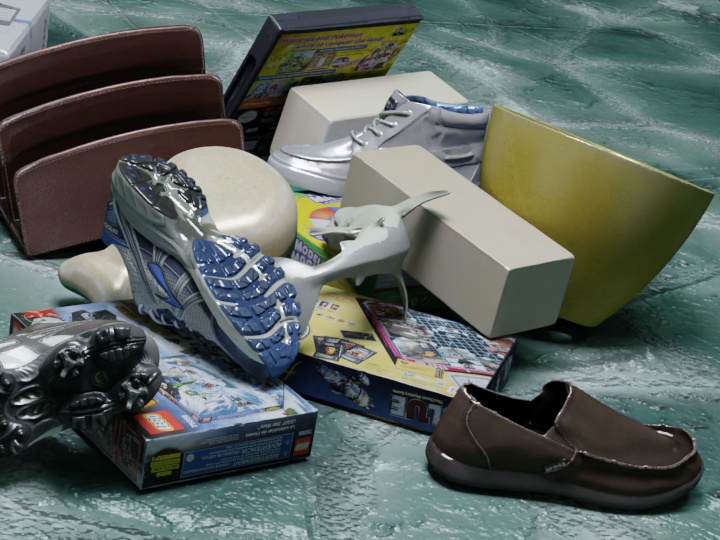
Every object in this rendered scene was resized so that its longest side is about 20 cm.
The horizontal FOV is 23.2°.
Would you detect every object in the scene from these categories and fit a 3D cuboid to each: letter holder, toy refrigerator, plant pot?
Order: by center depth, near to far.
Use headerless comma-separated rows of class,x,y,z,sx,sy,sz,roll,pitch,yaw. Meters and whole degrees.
toy refrigerator,0.073,-0.025,1.417,0.076,0.070,0.200,-10,35,-39
letter holder,-0.207,-0.115,1.468,0.199,0.143,0.101,-15,31,-19
plant pot,0.177,-0.037,1.473,0.199,0.143,0.200,22,7,-3
toy refrigerator,0.009,-0.146,1.753,0.199,0.076,0.070,-14,45,-44

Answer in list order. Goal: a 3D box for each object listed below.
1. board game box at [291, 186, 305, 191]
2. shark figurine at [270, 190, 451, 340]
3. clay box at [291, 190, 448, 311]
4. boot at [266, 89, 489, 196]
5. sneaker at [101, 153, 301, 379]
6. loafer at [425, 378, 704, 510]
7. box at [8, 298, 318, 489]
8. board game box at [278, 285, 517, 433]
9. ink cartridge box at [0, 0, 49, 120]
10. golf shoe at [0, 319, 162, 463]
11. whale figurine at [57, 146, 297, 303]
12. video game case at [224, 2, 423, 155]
board game box,0.055,-0.057,1.631,0.152,0.045,0.199,-13,30,-44
shark figurine,0.008,0.002,1.328,0.127,0.090,0.214,-13,12,18
clay box,-0.019,-0.023,1.510,0.114,0.048,0.200,-6,29,-38
boot,0.017,-0.119,1.572,0.199,0.096,0.074,3,21,-16
sneaker,-0.117,0.010,1.250,0.077,0.085,0.200,-10,52,-47
loafer,0.147,0.116,1.209,0.199,0.071,0.073,5,22,-13
box,-0.141,0.079,1.218,0.136,0.040,0.200,-6,27,-36
board game box,0.007,0.063,1.327,0.199,0.035,0.135,16,23,14
ink cartridge box,-0.342,-0.159,1.571,0.085,0.149,0.200,10,21,-4
golf shoe,-0.225,0.079,1.120,0.199,0.078,0.095,-11,12,-5
whale figurine,-0.141,-0.012,1.396,0.200,0.104,0.159,-35,57,-29
video game case,-0.051,-0.187,1.734,0.199,0.181,0.026,-13,58,-44
